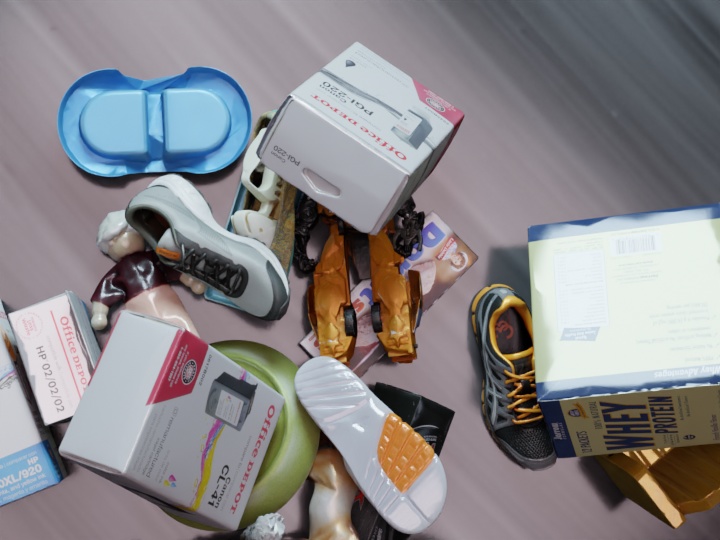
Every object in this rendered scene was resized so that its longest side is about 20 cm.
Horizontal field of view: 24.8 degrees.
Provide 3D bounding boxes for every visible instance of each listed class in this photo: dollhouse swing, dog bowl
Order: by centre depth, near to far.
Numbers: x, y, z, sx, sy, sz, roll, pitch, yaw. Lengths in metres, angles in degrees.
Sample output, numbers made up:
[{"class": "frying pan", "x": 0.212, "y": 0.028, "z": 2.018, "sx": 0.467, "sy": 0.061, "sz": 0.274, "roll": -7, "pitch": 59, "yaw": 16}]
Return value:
[{"class": "dollhouse swing", "x": 0.323, "y": 0.118, "z": 1.687, "sx": 0.200, "sy": 0.182, "sz": 0.176, "roll": -36, "pitch": 105, "yaw": -7}, {"class": "dog bowl", "x": -0.213, "y": -0.151, "z": 1.705, "sx": 0.199, "sy": 0.050, "sz": 0.112, "roll": -3, "pitch": 85, "yaw": -5}]

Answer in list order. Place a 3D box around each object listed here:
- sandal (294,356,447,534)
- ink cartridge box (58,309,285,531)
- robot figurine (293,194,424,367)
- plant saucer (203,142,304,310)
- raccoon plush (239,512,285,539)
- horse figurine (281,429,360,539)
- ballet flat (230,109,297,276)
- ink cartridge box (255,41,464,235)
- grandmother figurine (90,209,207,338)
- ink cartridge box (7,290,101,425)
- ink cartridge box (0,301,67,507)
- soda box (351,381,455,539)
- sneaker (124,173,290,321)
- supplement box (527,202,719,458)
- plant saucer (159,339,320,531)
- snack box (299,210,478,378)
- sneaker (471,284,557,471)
[{"class": "sandal", "x": 0.014, "y": 0.171, "z": 1.621, "sx": 0.079, "sy": 0.059, "sz": 0.207, "roll": -36, "pitch": 69, "yaw": -7}, {"class": "ink cartridge box", "x": -0.171, "y": 0.144, "z": 1.536, "sx": 0.085, "sy": 0.200, "sz": 0.148, "roll": 12, "pitch": 74, "yaw": 33}, {"class": "robot figurine", "x": 0.000, "y": 0.000, "z": 1.689, "sx": 0.144, "sy": 0.058, "sz": 0.201, "roll": -7, "pitch": 70, "yaw": 7}, {"class": "plant saucer", "x": -0.103, "y": -0.056, "z": 1.725, "sx": 0.070, "sy": 0.019, "sz": 0.201, "roll": 18, "pitch": 83, "yaw": -4}, {"class": "raccoon plush", "x": -0.170, "y": 0.283, "z": 1.630, "sx": 0.134, "sy": 0.097, "sz": 0.200, "roll": 25, "pitch": 114, "yaw": -8}, {"class": "horse figurine", "x": -0.042, "y": 0.240, "z": 1.647, "sx": 0.132, "sy": 0.050, "sz": 0.201, "roll": -16, "pitch": 62, "yaw": 36}, {"class": "ballet flat", "x": -0.099, "y": -0.069, "z": 1.681, "sx": 0.070, "sy": 0.071, "sz": 0.201, "roll": 12, "pitch": 82, "yaw": -5}, {"class": "ink cartridge box", "x": 0.003, "y": -0.136, "z": 1.640, "sx": 0.145, "sy": 0.200, "sz": 0.085, "roll": 34, "pitch": 121, "yaw": 4}, {"class": "grandmother figurine", "x": -0.219, "y": 0.028, "z": 1.668, "sx": 0.121, "sy": 0.061, "sz": 0.201, "roll": -18, "pitch": 70, "yaw": -20}, {"class": "ink cartridge box", "x": -0.290, "y": 0.087, "z": 1.602, "sx": 0.068, "sy": 0.200, "sz": 0.116, "roll": -20, "pitch": 87, "yaw": -7}, {"class": "ink cartridge box", "x": -0.394, "y": 0.140, "z": 1.614, "sx": 0.144, "sy": 0.147, "sz": 0.201, "roll": -22, "pitch": 88, "yaw": -7}, {"class": "soda box", "x": 0.023, "y": 0.222, "z": 1.679, "sx": 0.063, "sy": 0.071, "sz": 0.201, "roll": 27, "pitch": 82, "yaw": -46}, {"class": "sneaker", "x": -0.155, "y": -0.013, "z": 1.641, "sx": 0.200, "sy": 0.079, "sz": 0.074, "roll": 38, "pitch": 127, "yaw": 14}, {"class": "supplement box", "x": 0.276, "y": 0.062, "z": 1.633, "sx": 0.199, "sy": 0.134, "sz": 0.200, "roll": -7, "pitch": 58, "yaw": 13}, {"class": "plant saucer", "x": -0.140, "y": 0.162, "z": 1.656, "sx": 0.199, "sy": 0.031, "sz": 0.201, "roll": -5, "pitch": 70, "yaw": 13}, {"class": "snack box", "x": 0.030, "y": 0.032, "z": 1.727, "sx": 0.072, "sy": 0.024, "sz": 0.200, "roll": 45, "pitch": 83, "yaw": 2}, {"class": "sneaker", "x": 0.163, "y": 0.112, "z": 1.709, "sx": 0.078, "sy": 0.077, "sz": 0.201, "roll": -17, "pitch": 89, "yaw": -8}]
